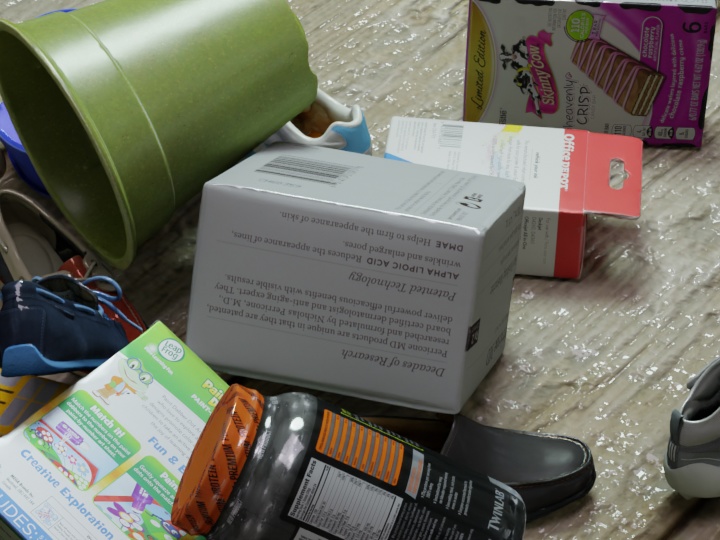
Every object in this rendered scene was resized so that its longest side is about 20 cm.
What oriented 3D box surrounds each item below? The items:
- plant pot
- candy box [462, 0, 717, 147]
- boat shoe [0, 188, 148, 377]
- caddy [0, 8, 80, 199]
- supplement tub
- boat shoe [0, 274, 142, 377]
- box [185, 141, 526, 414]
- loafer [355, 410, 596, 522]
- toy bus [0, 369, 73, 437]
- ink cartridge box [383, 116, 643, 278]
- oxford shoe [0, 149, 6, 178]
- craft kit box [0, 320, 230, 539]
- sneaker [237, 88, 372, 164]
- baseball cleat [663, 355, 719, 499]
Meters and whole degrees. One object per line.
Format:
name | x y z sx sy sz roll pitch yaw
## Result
plant pot | -0.140 -0.133 1.808 0.190 0.200 0.200 -30 46 -19
candy box | 0.185 -0.175 2.034 0.200 0.137 0.061 3 36 3
boat shoe | -0.215 0.012 1.831 0.071 0.063 0.200 -21 44 -30
caddy | -0.193 -0.125 1.962 0.200 0.105 0.142 4 70 16
supplement tub | -0.008 0.154 1.546 0.200 0.123 0.123 25 36 -9
boat shoe | -0.194 0.033 1.674 0.084 0.069 0.200 -8 -2 2
box | 0.000 0.000 1.745 0.200 0.131 0.199 10 14 10
loafer | 0.063 0.129 1.676 0.200 0.072 0.073 -5 36 -9
toy bus | -0.261 0.108 1.699 0.200 0.065 0.078 12 36 15
ink cartridge box | 0.116 -0.056 1.929 0.200 0.067 0.116 5 37 4
oxford shoe | -0.344 -0.125 2.003 0.200 0.071 0.075 31 40 32
craft kit box | -0.129 0.154 1.602 0.200 0.049 0.197 43 52 12
sneaker | -0.074 -0.123 2.000 0.200 0.081 0.077 20 42 25
baseball cleat | 0.297 0.094 1.704 0.200 0.107 0.070 -19 36 -28
